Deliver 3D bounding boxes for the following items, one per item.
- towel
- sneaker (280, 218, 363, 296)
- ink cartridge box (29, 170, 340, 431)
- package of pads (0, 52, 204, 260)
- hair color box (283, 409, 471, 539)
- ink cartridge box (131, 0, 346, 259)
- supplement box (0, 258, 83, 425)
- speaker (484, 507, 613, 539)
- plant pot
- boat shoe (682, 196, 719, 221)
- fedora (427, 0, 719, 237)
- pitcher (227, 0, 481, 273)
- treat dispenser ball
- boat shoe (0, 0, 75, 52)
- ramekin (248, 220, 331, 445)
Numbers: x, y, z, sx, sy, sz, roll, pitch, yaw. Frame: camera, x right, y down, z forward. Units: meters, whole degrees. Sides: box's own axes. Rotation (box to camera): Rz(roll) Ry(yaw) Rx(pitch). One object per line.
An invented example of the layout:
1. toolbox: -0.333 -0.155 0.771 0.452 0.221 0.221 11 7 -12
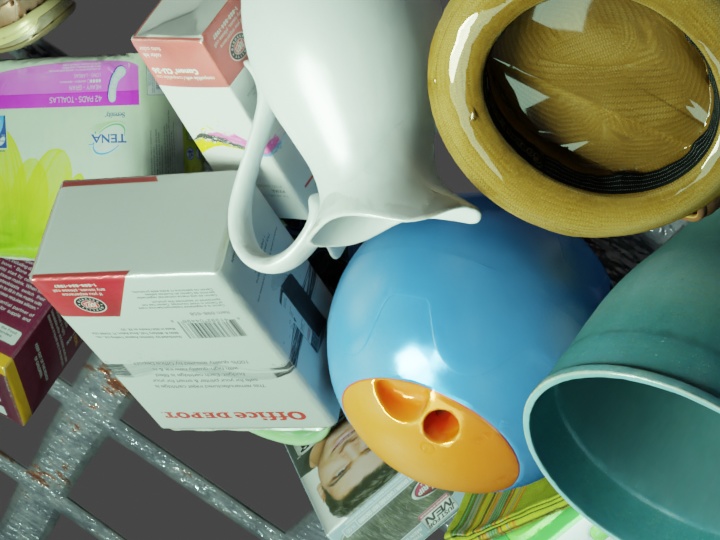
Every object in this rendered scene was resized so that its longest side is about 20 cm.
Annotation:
1. towel: 0.133 0.133 1.499 0.018 0.086 0.200 37 142 -18
2. sneaker: 0.000 0.000 1.568 0.075 0.078 0.201 9 117 45
3. ink cartridge box: -0.108 0.025 1.468 0.143 0.084 0.200 -2 146 25
4. package of pads: -0.200 -0.079 1.592 0.199 0.068 0.156 2 95 42
5. hair color box: 0.008 0.146 1.662 0.061 0.099 0.200 48 -177 -24
6. ink cartridge box: -0.054 -0.115 1.430 0.067 0.117 0.200 5 139 39
7. supplement box: -0.263 0.006 1.717 0.110 0.201 0.086 22 149 18
8. speaker: 0.171 0.161 1.516 0.088 0.089 0.200 40 118 -12
9. plant pot: 0.230 0.060 1.338 0.199 0.188 0.201 25 149 16
10. boat shoe: 0.139 -0.086 1.336 0.199 0.068 0.072 21 147 21
11. fedora: 0.138 -0.116 1.252 0.199 0.082 0.202 3 121 4
12. pitcher: -0.024 -0.108 1.319 0.171 0.201 0.121 -17 170 29
13. treat dispenser ball: 0.077 0.049 1.454 0.200 0.201 0.201 24 148 16
14. boat shoe: -0.293 -0.193 1.587 0.199 0.072 0.068 -9 120 41
15. ramekin: -0.080 0.032 1.668 0.199 0.098 0.200 29 152 17
